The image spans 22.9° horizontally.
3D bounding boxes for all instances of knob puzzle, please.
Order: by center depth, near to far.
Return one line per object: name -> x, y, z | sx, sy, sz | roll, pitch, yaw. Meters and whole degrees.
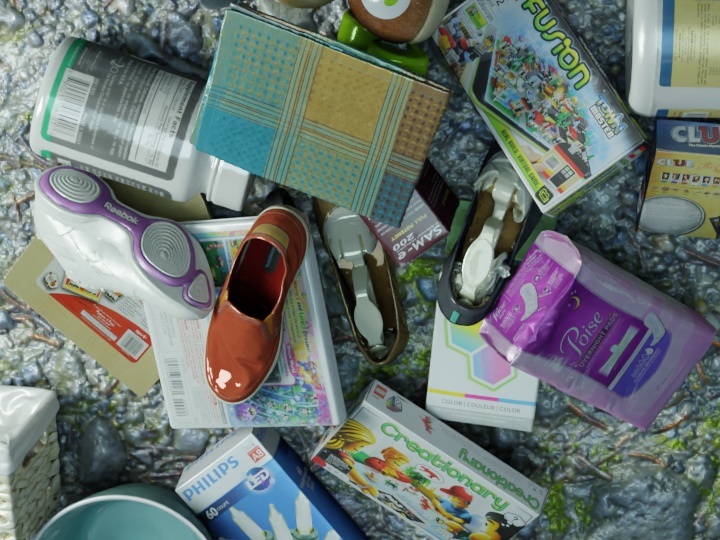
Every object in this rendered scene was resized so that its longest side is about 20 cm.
knob puzzle -> -0.213, -0.008, 1.687 | 0.218, 0.030, 0.221 | 2, 108, 6

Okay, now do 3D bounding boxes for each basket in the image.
basket -> -0.396, 0.191, 1.709 | 0.198, 0.136, 0.124 | 0, 111, 13

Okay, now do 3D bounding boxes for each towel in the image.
towel -> -0.036, -0.130, 1.504 | 0.199, 0.022, 0.147 | 21, 123, -1

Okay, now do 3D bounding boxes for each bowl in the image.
bowl -> -0.222, 0.290, 1.749 | 0.199, 0.105, 0.202 | 1, 109, 4

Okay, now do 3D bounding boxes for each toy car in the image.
toy car -> -0.033, -0.260, 1.492 | 0.199, 0.158, 0.165 | 6, 114, -21

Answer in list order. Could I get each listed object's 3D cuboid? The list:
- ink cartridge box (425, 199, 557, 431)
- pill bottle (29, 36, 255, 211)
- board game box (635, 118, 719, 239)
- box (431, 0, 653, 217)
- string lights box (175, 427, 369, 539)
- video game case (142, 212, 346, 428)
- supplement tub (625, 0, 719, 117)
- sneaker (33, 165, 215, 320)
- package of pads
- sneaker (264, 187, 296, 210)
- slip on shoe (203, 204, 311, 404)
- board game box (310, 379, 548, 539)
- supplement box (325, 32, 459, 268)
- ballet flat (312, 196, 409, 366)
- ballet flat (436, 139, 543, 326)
ink cartridge box -> 0.122, 0.043, 1.657 | 0.103, 0.059, 0.202 | 7, 109, 5
pill bottle -> -0.187, -0.128, 1.601 | 0.199, 0.113, 0.114 | 19, 109, -1
board game box -> 0.351, -0.074, 1.568 | 0.198, 0.035, 0.136 | 6, 150, 3
box -> 0.155, -0.160, 1.552 | 0.110, 0.035, 0.201 | -36, 73, 15
string lights box -> -0.077, 0.250, 1.746 | 0.103, 0.059, 0.200 | -37, 102, 15
video game case -> -0.114, 0.050, 1.641 | 0.181, 0.024, 0.202 | -3, 107, 24
supplement tub -> 0.328, -0.202, 1.510 | 0.198, 0.145, 0.146 | 1, 109, 5
sneaker -> -0.215, -0.013, 1.621 | 0.200, 0.075, 0.100 | 36, 137, 12
package of pads -> 0.216, 0.056, 1.602 | 0.199, 0.076, 0.121 | 27, 101, -34
sneaker -> -0.083, 0.024, 1.663 | 0.088, 0.074, 0.202 | -7, 107, 6
slip on shoe -> -0.100, 0.036, 1.582 | 0.074, 0.061, 0.201 | 27, 118, 10
board game box -> 0.064, 0.195, 1.698 | 0.199, 0.035, 0.126 | 33, 139, -6
supplement box -> 0.004, -0.109, 1.587 | 0.061, 0.109, 0.200 | -36, 98, 16
ballet flat -> 0.000, 0.000, 1.648 | 0.067, 0.072, 0.201 | -10, 107, 8
ballet flat -> 0.123, -0.045, 1.587 | 0.073, 0.073, 0.201 | 23, 86, -3
